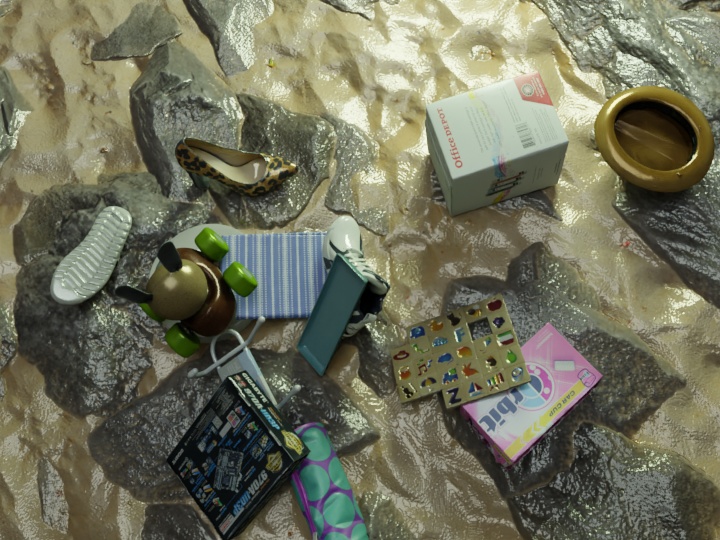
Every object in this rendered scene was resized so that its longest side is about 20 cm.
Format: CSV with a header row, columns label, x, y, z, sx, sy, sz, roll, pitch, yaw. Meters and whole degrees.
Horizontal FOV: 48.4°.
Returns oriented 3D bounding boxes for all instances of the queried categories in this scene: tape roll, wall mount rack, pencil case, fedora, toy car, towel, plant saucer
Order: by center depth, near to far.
label,x,y,z,sx,sy,sz,roll,pitch,yaw
pencil case,-0.059,0.331,1.177,0.092,0.085,0.202,-2,58,-42
toy car,-0.281,0.018,1.202,0.164,0.200,0.158,-45,67,4
wall mount rack,-0.169,0.168,1.231,0.173,0.074,0.202,-35,76,19
plant saucer,-0.044,0.070,1.240,0.019,0.202,0.070,-14,50,-45
towel,-0.131,0.009,1.320,0.197,0.024,0.147,-1,73,-10
fedora,0.480,-0.208,1.335,0.197,0.082,0.204,0,71,0
tape roll,-0.256,0.021,1.346,0.199,0.037,0.206,-2,70,5

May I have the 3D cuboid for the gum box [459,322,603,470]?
label,x,y,z,sx,sy,sz,roll,pitch,yaw
gum box,0.251,0.192,1.210,0.199,0.066,0.114,-40,69,-9

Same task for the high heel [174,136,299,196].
label,x,y,z,sx,sy,sz,roll,pitch,yaw
high heel,-0.210,-0.187,1.364,0.197,0.143,0.072,-5,68,4

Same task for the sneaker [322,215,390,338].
label,x,y,z,sx,sy,sz,roll,pitch,yaw
sneaker,0.000,0.000,1.269,0.079,0.129,0.202,21,66,-33

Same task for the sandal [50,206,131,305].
label,x,y,z,sx,sy,sz,roll,pitch,yaw
sandal,-0.453,-0.019,1.379,0.082,0.050,0.204,28,61,0

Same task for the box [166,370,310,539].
label,x,y,z,sx,sy,sz,roll,pitch,yaw
box,-0.184,0.273,1.176,0.159,0.046,0.201,47,116,18

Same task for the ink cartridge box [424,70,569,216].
label,x,y,z,sx,sy,sz,roll,pitch,yaw
ink cartridge box,0.218,-0.206,1.326,0.197,0.145,0.147,-16,68,-1

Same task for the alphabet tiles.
label,x,y,z,sx,sy,sz,roll,pitch,yaw
alphabet tiles,0.146,0.133,1.235,0.197,0.008,0.169,-20,48,10
